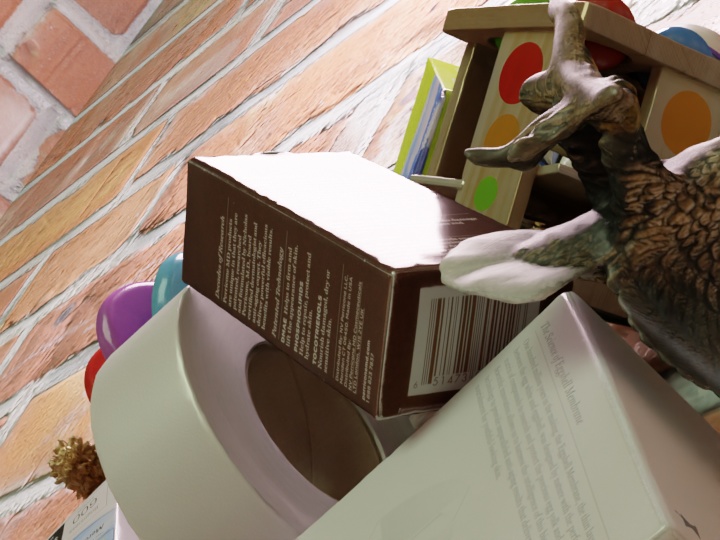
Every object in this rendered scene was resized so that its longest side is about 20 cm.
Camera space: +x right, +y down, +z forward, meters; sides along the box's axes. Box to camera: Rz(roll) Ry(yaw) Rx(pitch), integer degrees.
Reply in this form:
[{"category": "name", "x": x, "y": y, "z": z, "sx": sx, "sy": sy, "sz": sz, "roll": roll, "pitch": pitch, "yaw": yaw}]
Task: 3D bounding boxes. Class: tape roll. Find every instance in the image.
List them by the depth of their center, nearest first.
[{"category": "tape roll", "x": -0.045, "y": 0.101, "z": 0.889, "sx": 0.071, "sy": 0.202, "sz": 0.203, "roll": -40, "pitch": 19, "yaw": 22}]

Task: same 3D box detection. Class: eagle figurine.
[{"category": "eagle figurine", "x": 0.149, "y": -0.012, "z": 0.673, "sx": 0.151, "sy": 0.200, "sz": 0.152, "roll": -20, "pitch": 34, "yaw": 52}]

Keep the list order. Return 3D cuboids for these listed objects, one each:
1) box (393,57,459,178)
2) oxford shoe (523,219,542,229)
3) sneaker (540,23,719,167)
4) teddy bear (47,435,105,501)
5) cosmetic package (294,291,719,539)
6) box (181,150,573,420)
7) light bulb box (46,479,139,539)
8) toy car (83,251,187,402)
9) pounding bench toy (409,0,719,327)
[{"category": "box", "x": 0.054, "y": -0.075, "z": 1.167, "sx": 0.200, "sy": 0.048, "sz": 0.122, "roll": -92, "pitch": 18, "yaw": -76}, {"category": "oxford shoe", "x": 0.038, "y": 0.023, "z": 1.067, "sx": 0.200, "sy": 0.073, "sz": 0.071, "roll": -47, "pitch": 17, "yaw": 3}, {"category": "sneaker", "x": 0.132, "y": -0.070, "z": 1.031, "sx": 0.200, "sy": 0.081, "sz": 0.147, "roll": -18, "pitch": 30, "yaw": 48}, {"category": "teddy bear", "x": -0.133, "y": 0.157, "z": 1.078, "sx": 0.200, "sy": 0.145, "sz": 0.067, "roll": -30, "pitch": 20, "yaw": 34}, {"category": "cosmetic package", "x": 0.065, "y": 0.146, "z": 0.656, "sx": 0.200, "sy": 0.123, "sz": 0.199, "roll": -45, "pitch": 17, "yaw": 14}, {"category": "box", "x": 0.000, "y": 0.000, "z": 0.804, "sx": 0.200, "sy": 0.100, "sz": 0.075, "roll": 33, "pitch": 122, "yaw": 53}, {"category": "light bulb box", "x": -0.161, "y": 0.255, "z": 0.956, "sx": 0.198, "sy": 0.125, "sz": 0.200, "roll": -46, "pitch": 16, "yaw": 7}, {"category": "toy car", "x": -0.115, "y": 0.066, "z": 1.160, "sx": 0.175, "sy": 0.150, "sz": 0.200, "roll": -67, "pitch": 1, "yaw": -49}, {"category": "pounding bench toy", "x": 0.091, "y": -0.065, "z": 0.904, "sx": 0.200, "sy": 0.124, "sz": 0.156, "roll": 11, "pitch": 85, "yaw": 58}]
